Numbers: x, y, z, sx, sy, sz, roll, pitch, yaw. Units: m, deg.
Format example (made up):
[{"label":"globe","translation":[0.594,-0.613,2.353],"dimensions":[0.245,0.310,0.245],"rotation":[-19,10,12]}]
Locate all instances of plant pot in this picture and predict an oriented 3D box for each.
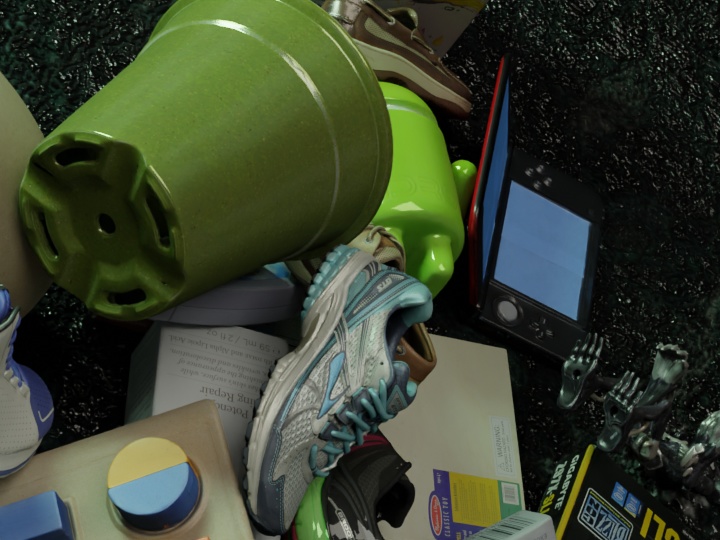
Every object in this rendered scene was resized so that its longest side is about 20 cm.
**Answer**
[{"label":"plant pot","translation":[-0.110,-0.063,0.963],"dimensions":[0.200,0.200,0.190],"rotation":[47,38,3]},{"label":"plant pot","translation":[-0.266,-0.033,0.985],"dimensions":[0.134,0.200,0.201],"rotation":[39,46,-29]}]

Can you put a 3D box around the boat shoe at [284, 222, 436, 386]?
[{"label":"boat shoe","translation":[0.000,0.000,1.084],"dimensions":[0.076,0.074,0.201],"rotation":[1,61,-55]}]

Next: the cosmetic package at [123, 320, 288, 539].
[{"label":"cosmetic package","translation":[-0.108,0.137,1.036],"dimensions":[0.101,0.074,0.201],"rotation":[15,53,-22]}]

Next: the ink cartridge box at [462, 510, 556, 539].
[{"label":"ink cartridge box","translation":[0.067,0.286,1.000],"dimensions":[0.199,0.041,0.201],"rotation":[-20,102,-34]}]

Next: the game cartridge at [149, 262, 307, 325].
[{"label":"game cartridge","translation":[-0.117,-0.012,1.094],"dimensions":[0.199,0.041,0.133],"rotation":[-1,40,-47]}]

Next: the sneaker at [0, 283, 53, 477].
[{"label":"sneaker","translation":[-0.229,0.054,0.896],"dimensions":[0.080,0.115,0.199],"rotation":[40,9,19]}]

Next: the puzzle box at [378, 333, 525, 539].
[{"label":"puzzle box","translation":[0.060,0.141,1.166],"dimensions":[0.132,0.025,0.201],"rotation":[13,55,-25]}]

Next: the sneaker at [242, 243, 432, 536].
[{"label":"sneaker","translation":[-0.013,0.079,0.976],"dimensions":[0.086,0.078,0.201],"rotation":[17,68,13]}]

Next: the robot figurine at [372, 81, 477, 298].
[{"label":"robot figurine","translation":[0.016,-0.064,1.206],"dimensions":[0.175,0.116,0.201],"rotation":[6,54,-26]}]

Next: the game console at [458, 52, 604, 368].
[{"label":"game console","translation":[0.152,-0.049,1.282],"dimensions":[0.172,0.119,0.201],"rotation":[26,51,-14]}]

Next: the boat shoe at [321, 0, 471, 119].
[{"label":"boat shoe","translation":[0.036,-0.183,1.281],"dimensions":[0.202,0.074,0.075],"rotation":[19,85,-54]}]

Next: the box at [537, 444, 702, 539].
[{"label":"box","translation":[0.208,0.254,1.153],"dimensions":[0.200,0.049,0.160],"rotation":[42,46,-13]}]

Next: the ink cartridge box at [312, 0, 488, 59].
[{"label":"ink cartridge box","translation":[0.043,-0.293,1.316],"dimensions":[0.147,0.200,0.145],"rotation":[22,52,-17]}]

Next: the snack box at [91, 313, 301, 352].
[{"label":"snack box","translation":[-0.099,0.028,1.142],"dimensions":[0.199,0.024,0.072],"rotation":[18,54,-21]}]

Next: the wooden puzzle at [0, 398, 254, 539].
[{"label":"wooden puzzle","translation":[-0.157,0.177,0.919],"dimensions":[0.184,0.046,0.201],"rotation":[-18,54,-3]}]

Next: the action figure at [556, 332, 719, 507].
[{"label":"action figure","translation":[0.247,0.120,1.208],"dimensions":[0.200,0.102,0.119],"rotation":[31,8,-43]}]

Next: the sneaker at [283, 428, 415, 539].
[{"label":"sneaker","translation":[-0.003,0.144,1.070],"dimensions":[0.083,0.077,0.200],"rotation":[15,38,-4]}]
